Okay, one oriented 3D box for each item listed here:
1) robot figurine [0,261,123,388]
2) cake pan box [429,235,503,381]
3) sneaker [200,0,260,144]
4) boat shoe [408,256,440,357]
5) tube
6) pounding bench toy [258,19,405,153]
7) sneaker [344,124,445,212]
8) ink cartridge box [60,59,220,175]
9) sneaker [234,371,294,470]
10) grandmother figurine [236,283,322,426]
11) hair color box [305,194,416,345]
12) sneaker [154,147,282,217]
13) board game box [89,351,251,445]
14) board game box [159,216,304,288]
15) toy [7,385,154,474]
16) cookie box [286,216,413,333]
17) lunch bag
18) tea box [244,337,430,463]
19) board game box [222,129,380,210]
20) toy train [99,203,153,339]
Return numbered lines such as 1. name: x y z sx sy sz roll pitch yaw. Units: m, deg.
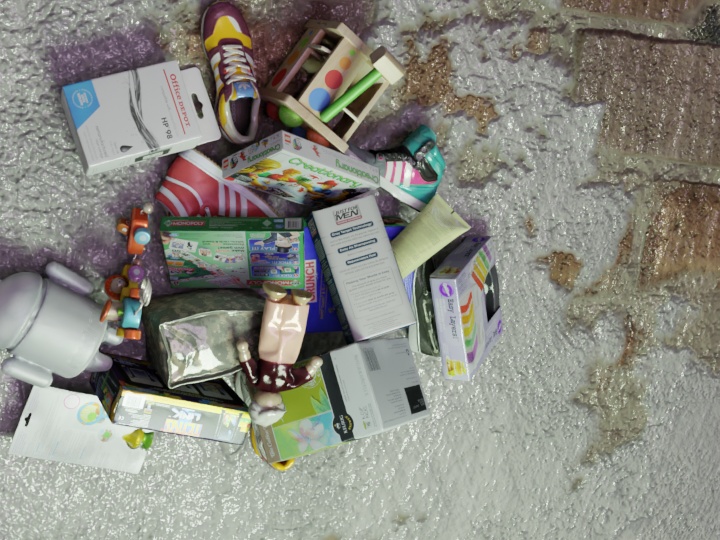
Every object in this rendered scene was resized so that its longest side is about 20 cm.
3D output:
1. robot figurine: -0.431 0.074 1.369 0.200 0.113 0.170 30 64 -29
2. cake pan box: 0.179 0.058 1.634 0.200 0.052 0.185 -41 128 -57
3. sneaker: -0.175 -0.278 1.402 0.075 0.090 0.200 -15 111 -21
4. boat shoe: 0.118 0.049 1.640 0.071 0.064 0.200 -31 124 -46
5. tube: 0.074 -0.029 1.530 0.200 0.052 0.058 -42 118 -11
6. pounding bench toy: -0.039 -0.253 1.412 0.124 0.200 0.156 38 86 -29
7. sneaker: 0.060 -0.181 1.544 0.200 0.084 0.121 29 96 -37
8. ink cartridge box: -0.294 -0.215 1.357 0.200 0.067 0.116 -19 90 -19
9. sneaker: -0.140 0.226 1.569 0.078 0.082 0.200 -22 112 -18
10. grandmother figurine: -0.114 0.124 1.381 0.121 0.061 0.200 14 102 -1
11. hair color box: 0.000 0.000 1.457 0.100 0.061 0.200 -17 85 -15
12. sneaker: -0.207 -0.083 1.454 0.200 0.071 0.113 37 84 -21
13. board game box: -0.278 0.186 1.444 0.200 0.165 0.057 16 95 -28
14. board game box: -0.180 -0.024 1.428 0.200 0.029 0.135 1 143 -3
15. toy: -0.404 0.228 1.462 0.200 0.047 0.115 18 103 -28
16. cookie box: -0.020 0.004 1.566 0.200 0.075 0.171 -1 104 -26
17. lunch bag: -0.208 0.087 1.450 0.200 0.164 0.118 -12 105 -22
18. tea box: -0.031 0.192 1.488 0.197 0.200 0.134 -21 80 21
19. board game box: -0.083 -0.141 1.434 0.200 0.126 0.035 15 64 -45
20. toy train: -0.326 0.003 1.376 0.056 0.200 0.150 8 126 -17
